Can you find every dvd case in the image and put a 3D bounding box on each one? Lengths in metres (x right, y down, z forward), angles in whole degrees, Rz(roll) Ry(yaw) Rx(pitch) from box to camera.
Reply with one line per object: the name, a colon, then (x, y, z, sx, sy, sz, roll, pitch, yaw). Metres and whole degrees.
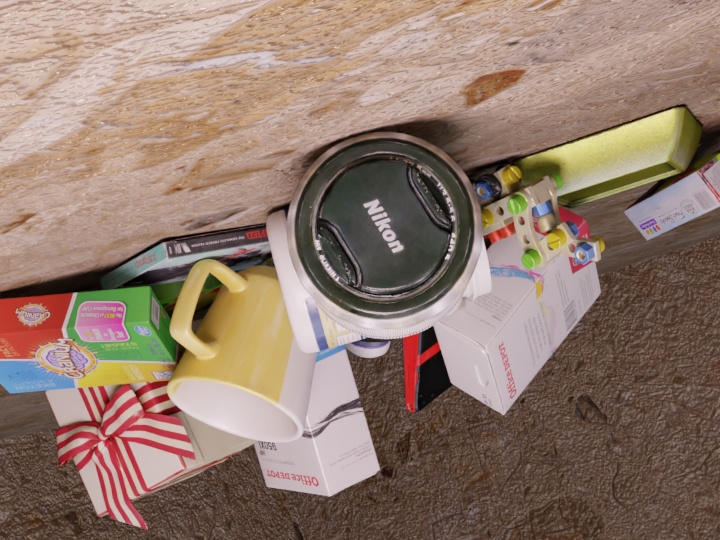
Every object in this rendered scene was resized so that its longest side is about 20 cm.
dvd case: (-0.155, -0.016, 1.453, 0.199, 0.022, 0.146, -13, 173, -40)

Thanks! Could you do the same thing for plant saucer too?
plant saucer: (0.275, -0.115, 1.513, 0.198, 0.048, 0.200, -18, 173, 19)

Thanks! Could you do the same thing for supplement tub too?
supplement tub: (0.018, -0.011, 1.358, 0.199, 0.145, 0.144, -15, 173, -2)

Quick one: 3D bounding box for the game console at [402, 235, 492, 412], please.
game console: (0.118, 0.049, 1.601, 0.031, 0.178, 0.200, 29, -135, 32)

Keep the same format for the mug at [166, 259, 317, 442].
mug: (-0.108, 0.073, 1.438, 0.148, 0.154, 0.187, 16, 155, 6)

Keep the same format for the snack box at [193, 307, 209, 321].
snack box: (-0.141, 0.042, 1.666, 0.199, 0.024, 0.072, -19, -161, 40)

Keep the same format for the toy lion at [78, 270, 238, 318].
toy lion: (-0.231, 0.037, 1.594, 0.191, 0.069, 0.200, -23, 173, 2)

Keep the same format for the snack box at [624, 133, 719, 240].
snack box: (0.408, -0.113, 1.608, 0.142, 0.053, 0.200, -38, 180, -17)

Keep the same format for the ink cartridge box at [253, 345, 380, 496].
ink cartridge box: (-0.071, 0.155, 1.630, 0.084, 0.201, 0.144, -22, -170, -34)

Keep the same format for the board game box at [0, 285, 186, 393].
board game box: (-0.294, 0.074, 1.428, 0.198, 0.041, 0.153, -5, 153, 7)

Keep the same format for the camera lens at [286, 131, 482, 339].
camera lens: (0.022, -0.025, 1.185, 0.159, 0.161, 0.200, -15, 174, 0)

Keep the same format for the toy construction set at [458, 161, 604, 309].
toy construction set: (0.149, -0.038, 1.449, 0.199, 0.132, 0.092, -26, -176, 39)

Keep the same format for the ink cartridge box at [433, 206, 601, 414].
ink cartridge box: (0.180, 0.039, 1.573, 0.200, 0.085, 0.148, -47, 146, -20)

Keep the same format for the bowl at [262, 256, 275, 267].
bowl: (0.000, 0.000, 1.543, 0.199, 0.095, 0.201, -21, 179, -1)

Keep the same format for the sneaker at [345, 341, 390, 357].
sneaker: (-0.032, 0.007, 1.735, 0.080, 0.147, 0.200, -28, -134, -34)

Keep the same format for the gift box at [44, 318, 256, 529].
gift box: (-0.229, 0.176, 1.588, 0.184, 0.201, 0.186, -37, 166, 34)

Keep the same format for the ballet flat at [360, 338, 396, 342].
ballet flat: (-0.025, 0.043, 1.649, 0.199, 0.057, 0.067, 12, 147, 36)
